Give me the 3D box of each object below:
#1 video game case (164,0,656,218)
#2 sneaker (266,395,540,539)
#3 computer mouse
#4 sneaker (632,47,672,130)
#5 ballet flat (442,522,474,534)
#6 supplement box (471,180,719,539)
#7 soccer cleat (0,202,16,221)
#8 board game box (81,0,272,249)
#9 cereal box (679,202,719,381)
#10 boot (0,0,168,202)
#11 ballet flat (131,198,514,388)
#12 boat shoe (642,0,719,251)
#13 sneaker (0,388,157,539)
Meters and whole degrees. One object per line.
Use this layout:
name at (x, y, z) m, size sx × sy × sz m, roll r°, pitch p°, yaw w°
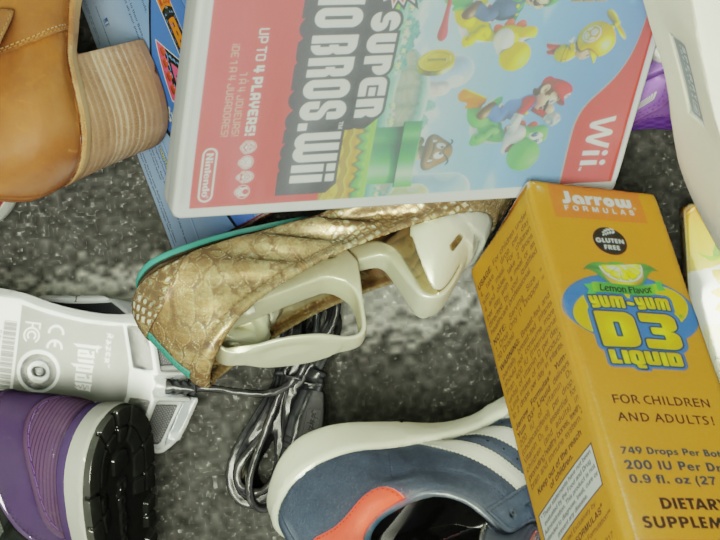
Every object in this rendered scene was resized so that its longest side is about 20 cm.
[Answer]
video game case at (0.027, -0.088, 0.702) m, size 0.199 × 0.017 × 0.143 m, roll -5°, pitch 128°, yaw -21°
sneaker at (0.064, 0.101, 0.755) m, size 0.199 × 0.075 × 0.085 m, roll -12°, pitch 43°, yaw -20°
computer mouse at (-0.112, 0.046, 0.825) m, size 0.199 × 0.044 × 0.110 m, roll 9°, pitch 95°, yaw 0°
sneaker at (0.194, -0.079, 0.783) m, size 0.199 × 0.080 × 0.089 m, roll -14°, pitch 96°, yaw 4°
ballet flat at (0.060, 0.154, 0.796) m, size 0.199 × 0.063 × 0.069 m, roll 23°, pitch 92°, yaw 5°
supplement box at (0.103, 0.058, 0.715) m, size 0.066 × 0.069 × 0.200 m, roll 4°, pitch 47°, yaw -20°
soccer cleat at (-0.221, -0.110, 0.819) m, size 0.068 × 0.073 × 0.200 m, roll -27°, pitch 87°, yaw 5°
board game box at (-0.089, -0.112, 0.800) m, size 0.019 × 0.103 × 0.201 m, roll -19°, pitch 87°, yaw -34°
cereal box at (0.220, 0.066, 0.794) m, size 0.143 × 0.040 × 0.201 m, roll -3°, pitch 90°, yaw 6°
boot at (-0.184, -0.122, 0.770) m, size 0.154 × 0.074 × 0.200 m, roll -19°, pitch 75°, yaw -40°
ballet flat at (0.000, 0.000, 0.779) m, size 0.200 × 0.071 × 0.065 m, roll -23°, pitch 67°, yaw -14°
boat shoe at (0.162, -0.075, 0.716) m, size 0.068 × 0.072 × 0.200 m, roll -25°, pitch 118°, yaw -5°
sneaker at (-0.141, 0.146, 0.806) m, size 0.087 × 0.076 × 0.201 m, roll 8°, pitch 108°, yaw 20°
